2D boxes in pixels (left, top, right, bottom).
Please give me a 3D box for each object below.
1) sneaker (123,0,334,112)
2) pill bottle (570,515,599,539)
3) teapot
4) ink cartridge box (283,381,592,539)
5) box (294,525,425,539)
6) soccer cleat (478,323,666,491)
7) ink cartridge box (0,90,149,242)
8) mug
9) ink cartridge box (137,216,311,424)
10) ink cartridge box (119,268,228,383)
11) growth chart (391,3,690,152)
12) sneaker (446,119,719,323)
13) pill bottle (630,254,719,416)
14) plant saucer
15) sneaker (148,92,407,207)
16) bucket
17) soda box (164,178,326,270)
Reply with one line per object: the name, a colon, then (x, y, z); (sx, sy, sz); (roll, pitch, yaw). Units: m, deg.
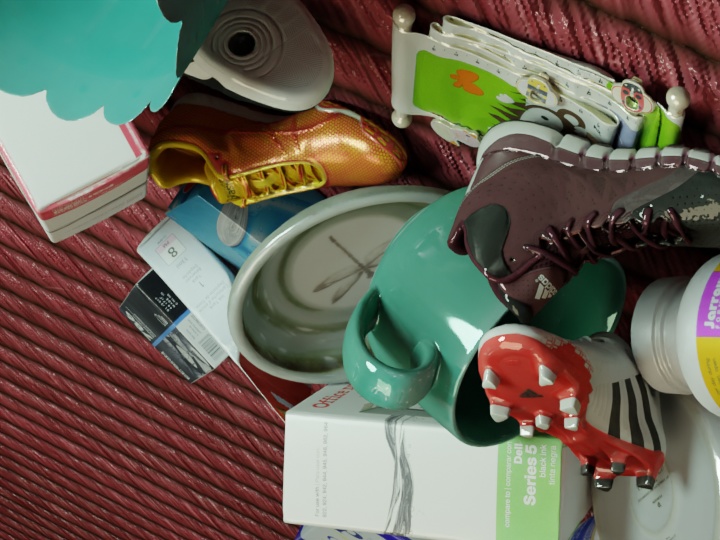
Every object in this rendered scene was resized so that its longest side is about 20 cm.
sneaker: (-0.099, -0.146, 1.050); (0.200, 0.073, 0.112); (32, 160, 14)
pill bottle: (0.227, 0.265, 1.415); (0.119, 0.120, 0.200); (29, 156, 0)
teapot: (0.259, 0.143, 1.116); (0.146, 0.198, 0.200); (-1, -168, -21)
ink cartridge box: (0.060, 0.132, 1.172); (0.199, 0.084, 0.145); (4, -171, 17)
box: (0.054, 0.245, 1.584); (0.184, 0.105, 0.200); (30, 155, -3)
soccer cleat: (0.133, 0.067, 1.012); (0.068, 0.085, 0.200); (-9, 148, 35)
ink cartridge box: (-0.209, -0.106, 1.100); (0.146, 0.085, 0.200); (61, 173, 0)
mug: (0.069, 0.017, 1.044); (0.114, 0.152, 0.185); (42, -169, 32)
ink cartridge box: (-0.072, 0.056, 1.285); (0.200, 0.057, 0.163); (43, 180, 24)
ink cartridge box: (-0.163, 0.049, 1.457); (0.099, 0.039, 0.200); (46, 166, -2)
growth chart: (0.101, -0.094, 0.982); (0.199, 0.018, 0.145); (21, 155, 20)
sneaker: (0.137, -0.013, 0.934); (0.200, 0.116, 0.076); (13, 152, 36)
pill bottle: (0.257, 0.038, 0.958); (0.200, 0.104, 0.104); (-3, 140, 49)
plant saucer: (0.000, 0.000, 1.152); (0.199, 0.050, 0.200); (-13, 142, -10)
sneaker: (-0.058, -0.072, 1.125); (0.199, 0.077, 0.073); (4, 145, 32)
bucket: (-0.153, -0.195, 0.905); (0.207, 0.135, 0.207); (22, 149, 14)
soda box: (-0.043, -0.015, 1.238); (0.200, 0.064, 0.068); (37, 155, -17)
